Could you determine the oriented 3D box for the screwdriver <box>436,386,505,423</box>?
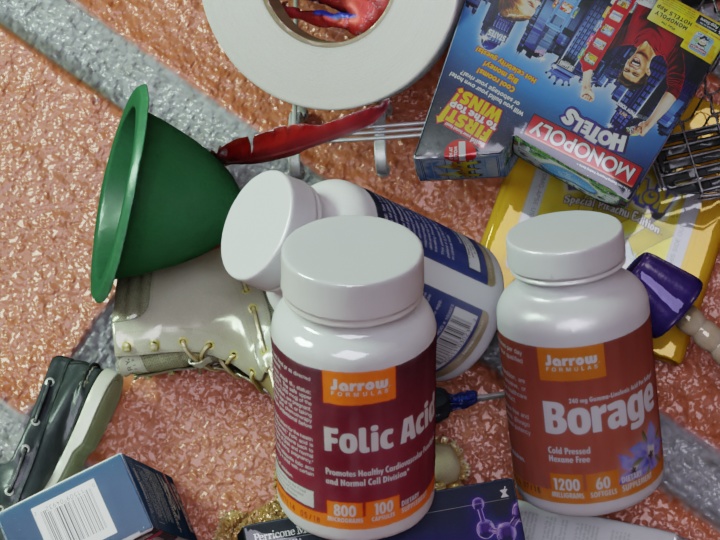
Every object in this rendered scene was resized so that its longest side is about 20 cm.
[{"bbox_3d":[0.101,0.090,1.612,0.198,0.028,0.029,-12,102,-15],"label":"screwdriver"}]

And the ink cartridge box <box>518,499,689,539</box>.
[{"bbox_3d":[0.133,0.257,1.606,0.198,0.047,0.162,10,81,24],"label":"ink cartridge box"}]

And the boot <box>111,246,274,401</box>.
[{"bbox_3d":[-0.106,0.066,1.619,0.153,0.072,0.201,-13,59,4],"label":"boot"}]

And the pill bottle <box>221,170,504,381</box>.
[{"bbox_3d":[0.000,0.000,1.566,0.199,0.111,0.112,24,81,-35],"label":"pill bottle"}]

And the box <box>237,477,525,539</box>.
[{"bbox_3d":[0.022,0.236,1.538,0.198,0.079,0.142,-10,78,-8],"label":"box"}]

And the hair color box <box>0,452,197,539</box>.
[{"bbox_3d":[-0.185,0.188,1.555,0.099,0.200,0.061,-26,79,0],"label":"hair color box"}]

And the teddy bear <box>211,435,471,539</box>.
[{"bbox_3d":[-0.013,0.177,1.619,0.144,0.067,0.201,33,78,5],"label":"teddy bear"}]

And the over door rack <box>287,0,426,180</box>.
[{"bbox_3d":[0.016,-0.162,1.672,0.146,0.067,0.202,-3,67,4],"label":"over door rack"}]

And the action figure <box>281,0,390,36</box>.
[{"bbox_3d":[-0.041,-0.225,1.643,0.199,0.052,0.066,25,77,11],"label":"action figure"}]

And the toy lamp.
[{"bbox_3d":[0.273,0.064,1.589,0.200,0.058,0.058,41,86,-2],"label":"toy lamp"}]

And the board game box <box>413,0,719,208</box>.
[{"bbox_3d":[0.135,-0.131,1.573,0.199,0.062,0.201,31,81,14],"label":"board game box"}]

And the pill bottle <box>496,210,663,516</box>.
[{"bbox_3d":[0.156,0.065,1.552,0.111,0.112,0.202,-7,111,3],"label":"pill bottle"}]

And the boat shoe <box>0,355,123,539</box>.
[{"bbox_3d":[-0.253,0.154,1.632,0.066,0.075,0.201,25,83,11],"label":"boat shoe"}]

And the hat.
[{"bbox_3d":[-0.099,-0.044,1.612,0.174,0.200,0.167,11,78,-13],"label":"hat"}]

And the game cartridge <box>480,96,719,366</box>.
[{"bbox_3d":[0.193,-0.049,1.649,0.175,0.032,0.202,18,84,7],"label":"game cartridge"}]

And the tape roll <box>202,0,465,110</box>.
[{"bbox_3d":[-0.020,-0.220,1.592,0.201,0.037,0.205,2,98,13],"label":"tape roll"}]

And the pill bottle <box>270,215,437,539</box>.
[{"bbox_3d":[-0.004,0.073,1.466,0.113,0.114,0.202,2,120,5],"label":"pill bottle"}]

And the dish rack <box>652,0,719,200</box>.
[{"bbox_3d":[0.267,-0.148,1.626,0.152,0.055,0.202,-13,71,-3],"label":"dish rack"}]
